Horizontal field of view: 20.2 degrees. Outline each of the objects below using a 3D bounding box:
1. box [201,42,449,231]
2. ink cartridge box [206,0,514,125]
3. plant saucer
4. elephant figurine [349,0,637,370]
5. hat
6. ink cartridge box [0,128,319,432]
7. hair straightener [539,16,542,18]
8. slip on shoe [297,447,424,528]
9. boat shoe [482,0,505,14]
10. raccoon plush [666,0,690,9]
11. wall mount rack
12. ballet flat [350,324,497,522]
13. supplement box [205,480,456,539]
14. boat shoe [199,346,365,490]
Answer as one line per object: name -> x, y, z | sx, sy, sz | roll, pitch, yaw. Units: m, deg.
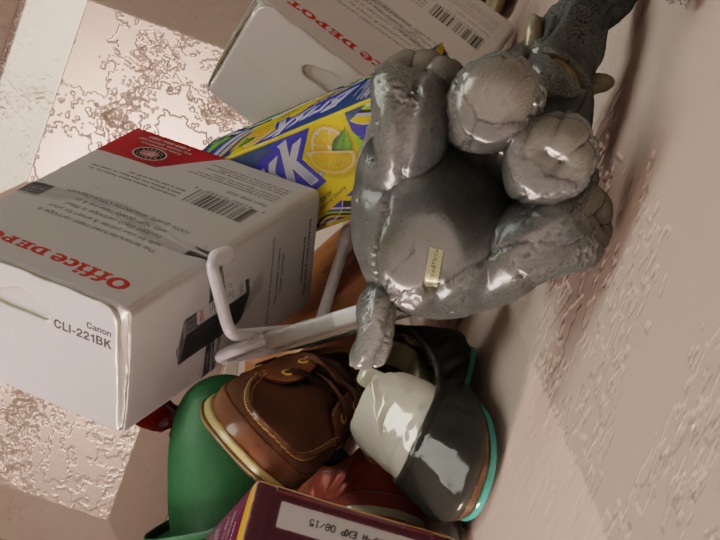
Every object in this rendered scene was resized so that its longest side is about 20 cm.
box -> -0.022, -0.070, 1.269 | 0.199, 0.070, 0.064 | -19, 18, 37
ink cartridge box -> 0.003, -0.146, 1.382 | 0.083, 0.146, 0.200 | -53, -1, 33
plant saucer -> 0.000, 0.000, 1.312 | 0.200, 0.032, 0.200 | -39, 12, 10
elephant figurine -> 0.070, -0.059, 1.002 | 0.200, 0.154, 0.142 | -58, -43, -70
hat -> -0.094, 0.076, 1.340 | 0.200, 0.165, 0.177 | -18, -90, -66
ink cartridge box -> -0.138, 0.000, 1.202 | 0.200, 0.144, 0.084 | -34, -43, -52
hair straightener -> 0.099, -0.128, 1.229 | 0.200, 0.041, 0.077 | 131, 157, -74
slip on shoe -> -0.011, 0.145, 1.200 | 0.200, 0.074, 0.062 | 138, 143, -65
boat shoe -> 0.085, -0.245, 1.581 | 0.200, 0.064, 0.072 | -90, 22, -69
raccoon plush -> 0.123, -0.169, 0.996 | 0.200, 0.096, 0.135 | 105, 175, -67
wall mount rack -> 0.009, -0.005, 1.165 | 0.173, 0.199, 0.075 | -6, -99, -61
ballet flat -> 0.029, 0.078, 1.088 | 0.200, 0.068, 0.068 | -96, 28, -75
supplement box -> -0.031, 0.183, 1.088 | 0.200, 0.110, 0.086 | 129, 158, -70
boat shoe -> -0.037, 0.075, 1.123 | 0.068, 0.072, 0.200 | -44, -3, 8
